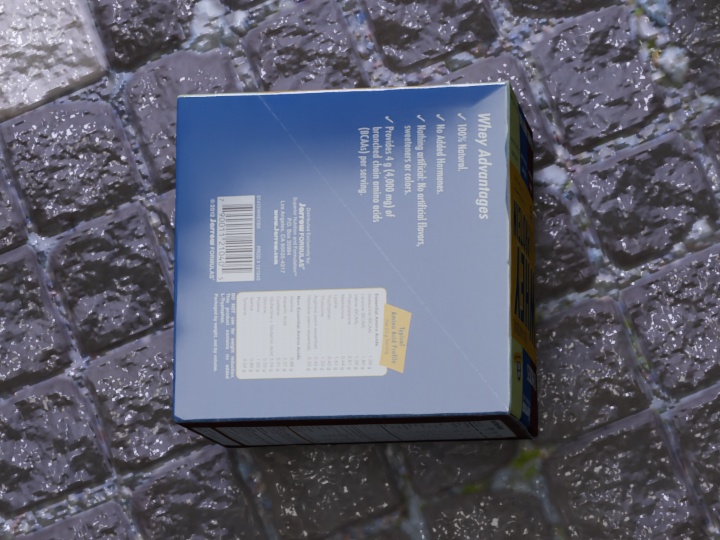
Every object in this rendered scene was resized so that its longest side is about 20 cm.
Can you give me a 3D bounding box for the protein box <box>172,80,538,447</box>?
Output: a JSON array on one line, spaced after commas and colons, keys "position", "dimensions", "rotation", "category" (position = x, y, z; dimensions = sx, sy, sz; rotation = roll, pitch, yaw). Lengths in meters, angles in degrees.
[{"position": [0.000, 0.000, 1.523], "dimensions": [0.199, 0.135, 0.199], "rotation": [-2, 80, 10], "category": "protein box"}]
